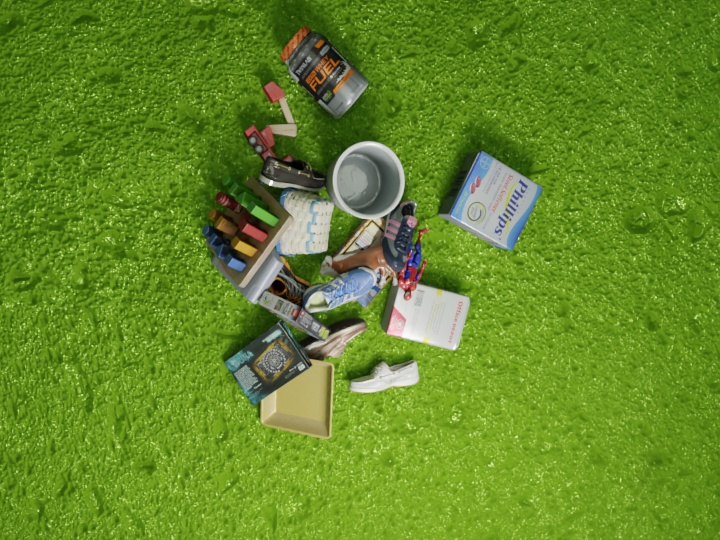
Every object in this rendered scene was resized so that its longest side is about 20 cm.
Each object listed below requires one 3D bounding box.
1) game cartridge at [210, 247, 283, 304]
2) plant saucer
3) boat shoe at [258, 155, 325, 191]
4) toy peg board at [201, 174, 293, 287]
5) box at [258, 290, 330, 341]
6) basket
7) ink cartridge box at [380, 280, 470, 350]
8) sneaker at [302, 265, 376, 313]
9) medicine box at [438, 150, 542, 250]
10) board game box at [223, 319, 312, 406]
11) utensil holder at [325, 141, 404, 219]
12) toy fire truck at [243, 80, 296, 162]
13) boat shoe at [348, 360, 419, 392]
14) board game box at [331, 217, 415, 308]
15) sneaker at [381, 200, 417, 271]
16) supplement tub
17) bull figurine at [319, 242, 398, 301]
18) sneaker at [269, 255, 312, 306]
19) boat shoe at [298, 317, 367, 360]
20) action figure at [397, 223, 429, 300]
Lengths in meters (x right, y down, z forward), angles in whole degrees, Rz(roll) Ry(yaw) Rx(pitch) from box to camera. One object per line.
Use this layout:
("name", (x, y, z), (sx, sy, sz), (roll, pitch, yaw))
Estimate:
("game cartridge", (-0.270, -0.028, 1.389), (0.134, 0.199, 0.041), (-54, 143, 1))
("plant saucer", (-0.155, 0.307, 1.484), (0.196, 0.048, 0.204), (7, 103, 17))
("boat shoe", (-0.150, -0.232, 1.390), (0.199, 0.071, 0.061), (-5, 125, -50))
("toy peg board", (-0.287, -0.107, 1.344), (0.200, 0.200, 0.097), (-52, 141, 7))
("box", (-0.153, 0.112, 1.398), (0.109, 0.200, 0.035), (23, 78, 23))
("basket", (-0.172, -0.117, 1.424), (0.197, 0.139, 0.180), (13, 100, 15))
("ink cartridge box", (0.169, 0.112, 1.535), (0.197, 0.083, 0.148), (15, 94, -11))
("sneaker", (-0.050, 0.054, 1.387), (0.198, 0.077, 0.077), (-26, 105, 15))
("medicine box", (0.335, -0.180, 1.519), (0.198, 0.103, 0.184), (26, 92, -12))
("board game box", (-0.231, 0.231, 1.453), (0.199, 0.028, 0.136), (-35, 90, 21))
("utensil holder", (0.003, -0.215, 1.403), (0.167, 0.200, 0.173), (-1, 98, -9))
("toy fire truck", (-0.205, -0.336, 1.425), (0.140, 0.049, 0.201), (-38, 105, -7))
("boat shoe", (0.060, 0.274, 1.547), (0.196, 0.071, 0.071), (-8, 98, -18))
("board game box", (0.022, -0.029, 1.508), (0.151, 0.046, 0.200), (43, 88, -12))
("sneaker", (0.101, -0.092, 1.430), (0.070, 0.203, 0.082), (28, 136, -28))
("supplement tub", (-0.088, -0.472, 1.392), (0.199, 0.123, 0.123), (41, 89, -13))
("bull figurine", (0.000, 0.000, 1.452), (0.197, 0.065, 0.123), (-19, 104, -5))
("sneaker", (-0.178, 0.049, 1.437), (0.077, 0.078, 0.200), (-24, 130, 25))
("boat shoe", (-0.070, 0.186, 1.511), (0.197, 0.076, 0.073), (-25, 105, 3))
("action figure", (0.131, -0.021, 1.465), (0.065, 0.051, 0.203), (24, 68, -33))
